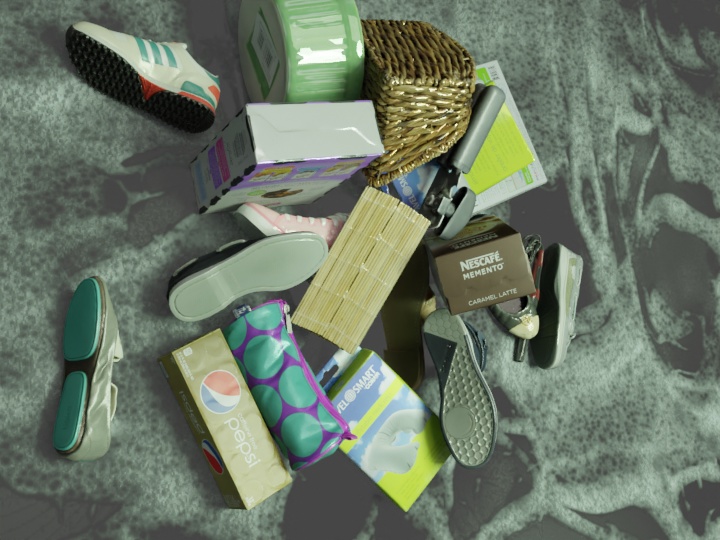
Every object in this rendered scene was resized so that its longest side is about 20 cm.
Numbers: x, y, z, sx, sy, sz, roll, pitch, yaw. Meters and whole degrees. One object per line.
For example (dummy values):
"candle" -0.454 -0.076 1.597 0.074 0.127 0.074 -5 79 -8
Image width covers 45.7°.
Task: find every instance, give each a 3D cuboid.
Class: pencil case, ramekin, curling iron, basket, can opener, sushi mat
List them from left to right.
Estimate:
"pencil case" -0.088 0.132 1.019 0.201 0.092 0.085 61 18 10
"ramekin" -0.083 -0.280 1.089 0.097 0.200 0.202 -12 84 -25
"sushi mat" 0.000 0.000 1.074 0.095 0.012 0.201 30 93 -8
"basket" 0.063 -0.217 1.096 0.141 0.150 0.201 -3 36 -15
"can opener" 0.135 -0.138 1.100 0.067 0.053 0.201 26 91 -33
"curling iron" 0.252 0.041 1.311 0.049 0.026 0.202 9 77 -7

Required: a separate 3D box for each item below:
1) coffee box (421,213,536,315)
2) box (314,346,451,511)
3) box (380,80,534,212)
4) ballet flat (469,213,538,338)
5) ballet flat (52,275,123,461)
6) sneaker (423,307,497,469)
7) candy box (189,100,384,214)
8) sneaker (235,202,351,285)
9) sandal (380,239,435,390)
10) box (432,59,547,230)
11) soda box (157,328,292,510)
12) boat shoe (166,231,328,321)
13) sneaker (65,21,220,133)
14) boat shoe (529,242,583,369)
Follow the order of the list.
"coffee box" 0.152 -0.013 1.136 0.113 0.200 0.081 -17 101 2
"box" 0.023 0.197 1.103 0.200 0.048 0.122 46 75 -14
"box" 0.118 -0.150 1.146 0.199 0.048 0.123 -29 91 1
"ballet flat" 0.208 0.011 1.265 0.066 0.057 0.201 -27 91 -15
"ballet flat" -0.296 0.109 0.948 0.064 0.067 0.202 25 64 -54
"sneaker" 0.141 0.157 1.138 0.076 0.146 0.205 -13 78 11
"candy box" -0.095 -0.134 1.037 0.166 0.200 0.072 -9 82 -32
"sneaker" -0.063 -0.050 1.102 0.200 0.075 0.105 38 76 -26
"sandal" 0.071 0.059 1.183 0.069 0.077 0.214 13 77 -62
"box" 0.155 -0.186 1.264 0.175 0.096 0.202 -25 91 -32
"soda box" -0.159 0.175 1.003 0.067 0.064 0.202 -27 93 -32
"boat shoe" -0.138 -0.006 1.020 0.198 0.060 0.076 -18 121 -9
"sneaker" -0.262 -0.253 1.056 0.199 0.070 0.094 27 48 -21
"boat shoe" 0.307 0.058 1.310 0.064 0.074 0.204 20 61 -21
